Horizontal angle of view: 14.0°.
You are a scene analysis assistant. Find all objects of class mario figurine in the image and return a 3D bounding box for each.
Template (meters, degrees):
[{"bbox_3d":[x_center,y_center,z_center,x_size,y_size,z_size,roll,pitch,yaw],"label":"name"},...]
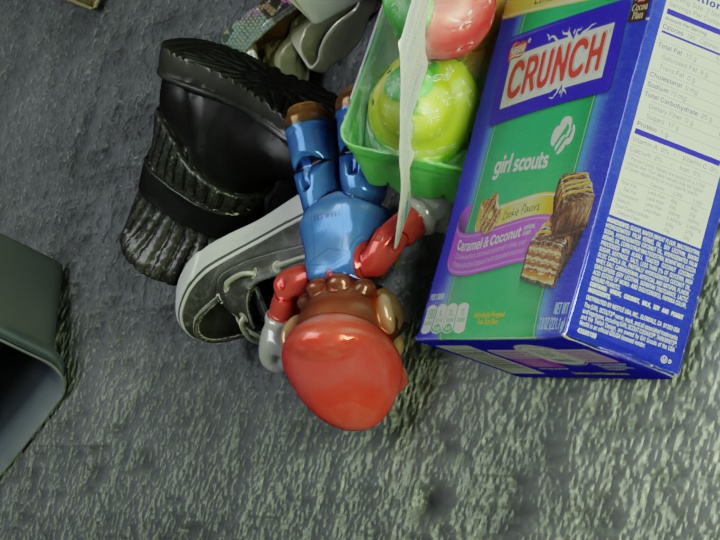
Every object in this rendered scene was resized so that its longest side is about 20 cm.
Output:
[{"bbox_3d":[0.000,0.000,1.752,0.123,0.106,0.201,135,138,-64],"label":"mario figurine"}]

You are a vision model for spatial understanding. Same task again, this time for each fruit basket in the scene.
[{"bbox_3d":[0.039,-0.139,1.649,0.200,0.093,0.186,79,-155,-57],"label":"fruit basket"}]

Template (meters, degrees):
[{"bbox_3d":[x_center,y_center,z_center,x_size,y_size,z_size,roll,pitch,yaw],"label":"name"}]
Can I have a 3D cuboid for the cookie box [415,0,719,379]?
[{"bbox_3d":[0.120,-0.049,1.542,0.171,0.075,0.201,-4,68,64],"label":"cookie box"}]

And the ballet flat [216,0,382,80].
[{"bbox_3d":[-0.040,-0.156,1.960,0.200,0.069,0.071,-41,48,43],"label":"ballet flat"}]

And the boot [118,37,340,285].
[{"bbox_3d":[-0.071,-0.049,1.919,0.211,0.079,0.158,31,115,46],"label":"boot"}]

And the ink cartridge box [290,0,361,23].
[{"bbox_3d":[0.001,-0.274,1.870,0.144,0.085,0.201,-26,42,20],"label":"ink cartridge box"}]

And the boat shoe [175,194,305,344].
[{"bbox_3d":[-0.059,0.011,1.869,0.200,0.070,0.064,-36,41,48],"label":"boat shoe"}]

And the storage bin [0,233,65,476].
[{"bbox_3d":[-0.318,0.064,2.296,0.200,0.145,0.135,-50,22,37],"label":"storage bin"}]

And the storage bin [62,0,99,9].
[{"bbox_3d":[-0.280,-0.340,2.412,0.094,0.199,0.199,18,89,63],"label":"storage bin"}]
